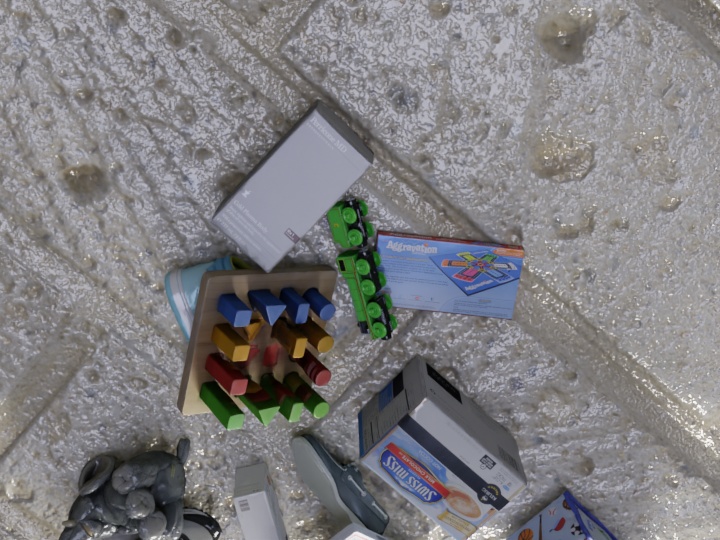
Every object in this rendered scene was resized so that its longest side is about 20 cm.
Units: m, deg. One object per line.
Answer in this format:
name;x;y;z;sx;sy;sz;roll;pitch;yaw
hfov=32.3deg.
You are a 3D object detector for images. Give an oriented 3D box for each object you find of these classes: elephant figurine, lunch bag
elephant figurine;-0.347;0.322;1.725;0.199;0.155;0.142;-18;76;31
lunch bag;0.308;0.450;1.803;0.170;0.124;0.200;-38;122;12

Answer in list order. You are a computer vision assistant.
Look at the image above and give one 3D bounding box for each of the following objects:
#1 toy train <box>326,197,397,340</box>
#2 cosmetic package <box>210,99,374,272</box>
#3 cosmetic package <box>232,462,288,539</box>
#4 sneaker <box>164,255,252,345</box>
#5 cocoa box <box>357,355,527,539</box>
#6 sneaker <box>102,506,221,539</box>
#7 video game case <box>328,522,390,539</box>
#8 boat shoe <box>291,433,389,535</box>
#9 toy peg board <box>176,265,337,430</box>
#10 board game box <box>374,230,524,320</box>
toy train;0.000;0.000;1.643;0.056;0.042;0.201;-3;109;37
cosmetic package;-0.084;-0.108;1.584;0.107;0.090;0.200;41;106;-9
cosmetic package;-0.132;0.383;1.775;0.050;0.083;0.201;-14;111;0
sneaker;-0.164;0.072;1.656;0.130;0.080;0.201;-22;111;7
cocoa box;0.108;0.245;1.704;0.200;0.134;0.131;41;105;-16
sneaker;-0.283;0.397;1.759;0.199;0.080;0.074;-22;119;17
video game case;-0.003;0.432;1.779;0.143;0.017;0.200;-39;136;15
boat shoe;-0.027;0.305;1.772;0.062;0.073;0.201;-41;105;-31
toy peg board;-0.113;0.107;1.609;0.199;0.098;0.200;-3;118;-37
board game box;0.114;0.007;1.675;0.199;0.019;0.104;6;112;-5
